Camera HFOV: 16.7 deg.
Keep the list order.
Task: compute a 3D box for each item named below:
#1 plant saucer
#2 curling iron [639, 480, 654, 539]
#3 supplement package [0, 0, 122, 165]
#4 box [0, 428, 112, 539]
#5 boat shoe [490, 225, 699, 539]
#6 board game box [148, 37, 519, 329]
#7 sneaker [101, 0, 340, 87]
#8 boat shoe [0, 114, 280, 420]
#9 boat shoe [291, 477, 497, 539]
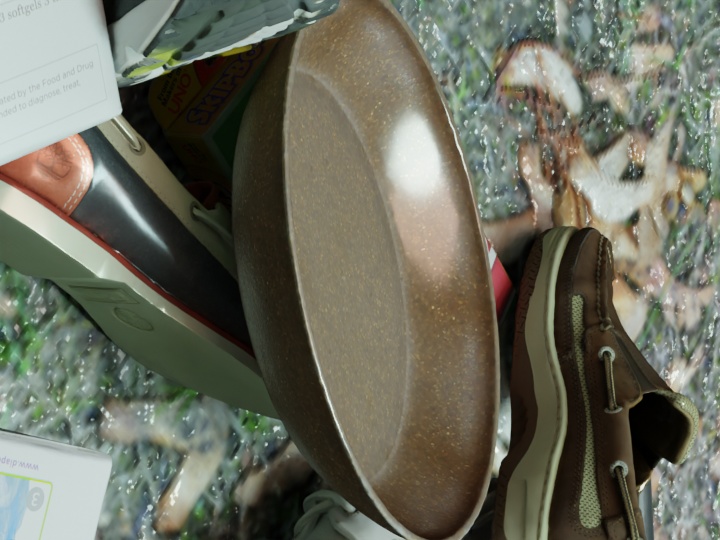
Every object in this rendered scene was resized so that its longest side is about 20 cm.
[{"bbox_3d":[0.000,0.000,0.861,0.200,0.036,0.202,-11,90,-69],"label":"plant saucer"},{"bbox_3d":[0.119,0.156,1.109,0.049,0.025,0.202,5,92,-52],"label":"curling iron"},{"bbox_3d":[-0.160,-0.125,0.678,0.117,0.117,0.201,-27,117,-43],"label":"supplement package"},{"bbox_3d":[-0.165,0.136,0.717,0.101,0.112,0.202,18,83,-50],"label":"box"},{"bbox_3d":[0.100,0.063,0.987,0.075,0.074,0.203,75,18,-46],"label":"boat shoe"},{"bbox_3d":[-0.006,-0.025,0.941,0.096,0.030,0.200,-54,130,-29],"label":"board game box"},{"bbox_3d":[-0.062,-0.105,0.766,0.074,0.200,0.085,-20,95,-13],"label":"sneaker"},{"bbox_3d":[-0.068,-0.007,0.843,0.200,0.071,0.063,39,64,-40],"label":"boat shoe"},{"bbox_3d":[0.000,0.112,0.941,0.199,0.071,0.070,-4,86,-49],"label":"boat shoe"}]
